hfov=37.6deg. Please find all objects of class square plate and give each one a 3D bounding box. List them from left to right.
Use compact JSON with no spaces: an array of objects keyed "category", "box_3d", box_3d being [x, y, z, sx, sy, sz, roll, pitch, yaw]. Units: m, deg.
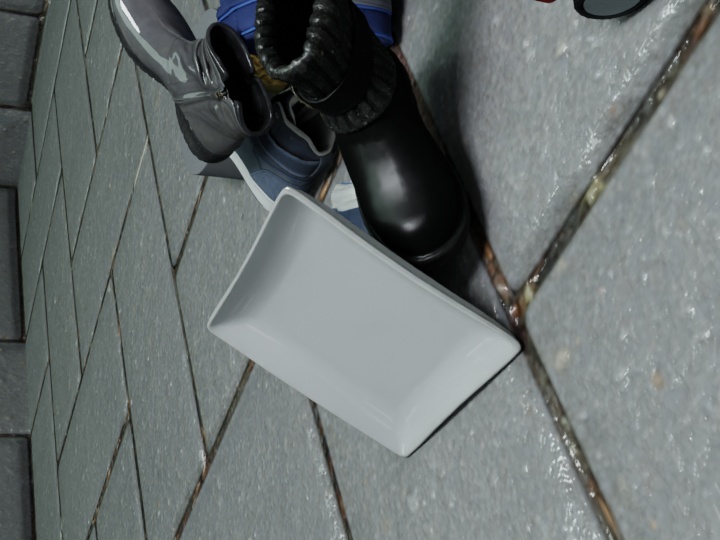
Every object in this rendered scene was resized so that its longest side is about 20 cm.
[{"category":"square plate","box_3d":[-0.004,0.043,0.800,0.028,0.198,0.200,-59,4,-40]}]

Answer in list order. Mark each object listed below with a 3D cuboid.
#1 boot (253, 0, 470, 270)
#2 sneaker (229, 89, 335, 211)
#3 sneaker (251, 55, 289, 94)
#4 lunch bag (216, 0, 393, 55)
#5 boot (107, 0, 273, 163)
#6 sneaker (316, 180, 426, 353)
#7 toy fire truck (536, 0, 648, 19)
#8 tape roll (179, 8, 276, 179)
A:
[{"category":"boot","box_3d":[-0.001,-0.111,0.758,0.079,0.158,0.212,-28,63,11]},{"category":"sneaker","box_3d":[-0.104,-0.169,1.066,0.202,0.077,0.146,48,146,4]},{"category":"sneaker","box_3d":[-0.094,-0.282,1.159,0.090,0.075,0.201,137,135,-76]},{"category":"lunch bag","box_3d":[-0.056,-0.251,0.976,0.200,0.135,0.133,-176,91,-67]},{"category":"boot","box_3d":[-0.151,-0.203,0.977,0.200,0.070,0.132,56,153,-6]},{"category":"sneaker","box_3d":[0.000,0.000,0.899,0.200,0.080,0.147,125,149,-54]},{"category":"toy fire truck","box_3d":[0.100,-0.209,0.550,0.176,0.199,0.129,146,124,-60]},{"category":"tape roll","box_3d":[-0.164,-0.214,1.292,0.200,0.066,0.201,-176,90,-65]}]
